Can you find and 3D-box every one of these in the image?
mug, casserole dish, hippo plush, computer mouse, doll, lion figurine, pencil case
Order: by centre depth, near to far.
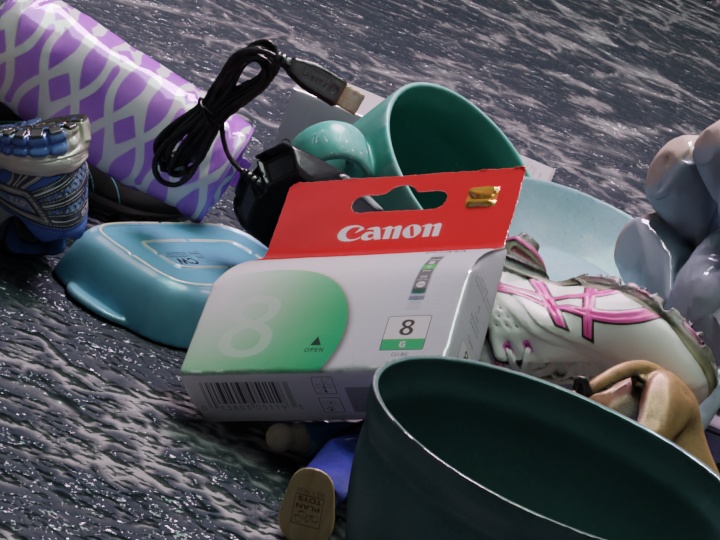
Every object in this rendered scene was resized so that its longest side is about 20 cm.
[{"bbox_3d":[0.011,0.107,1.473,0.136,0.049,0.200,8,11,14],"label":"doll"},{"bbox_3d":[0.174,0.116,1.479,0.072,0.201,0.122,8,36,39],"label":"lion figurine"},{"bbox_3d":[0.271,0.000,1.640,0.160,0.160,0.201,13,35,-25],"label":"hippo plush"},{"bbox_3d":[-0.021,-0.060,1.657,0.200,0.141,0.046,37,35,-2],"label":"computer mouse"},{"bbox_3d":[-0.103,0.005,1.684,0.121,0.039,0.199,32,19,32],"label":"casserole dish"},{"bbox_3d":[-0.165,-0.111,1.748,0.199,0.084,0.085,35,0,-2],"label":"pencil case"},{"bbox_3d":[0.024,-0.045,1.800,0.185,0.114,0.152,44,35,-13],"label":"mug"}]

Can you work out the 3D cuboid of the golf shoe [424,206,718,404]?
[{"bbox_3d":[0.112,0.042,1.548,0.199,0.073,0.092,25,60,27],"label":"golf shoe"}]

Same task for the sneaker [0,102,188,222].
[{"bbox_3d":[-0.194,-0.092,1.810,0.199,0.080,0.075,20,14,-12],"label":"sneaker"}]

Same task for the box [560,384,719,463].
[{"bbox_3d":[0.176,0.094,1.715,0.199,0.060,0.117,22,16,1],"label":"box"}]

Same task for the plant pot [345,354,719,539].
[{"bbox_3d":[0.075,0.146,1.277,0.199,0.135,0.200,20,16,-6],"label":"plant pot"}]

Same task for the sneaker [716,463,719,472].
[{"bbox_3d":[0.257,0.136,1.606,0.199,0.100,0.070,27,15,17],"label":"sneaker"}]

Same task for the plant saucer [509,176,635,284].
[{"bbox_3d":[0.153,0.012,1.732,0.200,0.039,0.201,23,26,-12],"label":"plant saucer"}]

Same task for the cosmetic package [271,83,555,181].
[{"bbox_3d":[0.031,-0.058,1.940,0.199,0.108,0.085,21,16,3],"label":"cosmetic package"}]

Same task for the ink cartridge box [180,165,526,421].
[{"bbox_3d":[0.000,0.000,1.530,0.160,0.050,0.201,-3,46,22],"label":"ink cartridge box"}]

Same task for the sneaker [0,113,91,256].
[{"bbox_3d":[-0.219,-0.049,1.664,0.077,0.086,0.200,-12,7,-20],"label":"sneaker"}]
